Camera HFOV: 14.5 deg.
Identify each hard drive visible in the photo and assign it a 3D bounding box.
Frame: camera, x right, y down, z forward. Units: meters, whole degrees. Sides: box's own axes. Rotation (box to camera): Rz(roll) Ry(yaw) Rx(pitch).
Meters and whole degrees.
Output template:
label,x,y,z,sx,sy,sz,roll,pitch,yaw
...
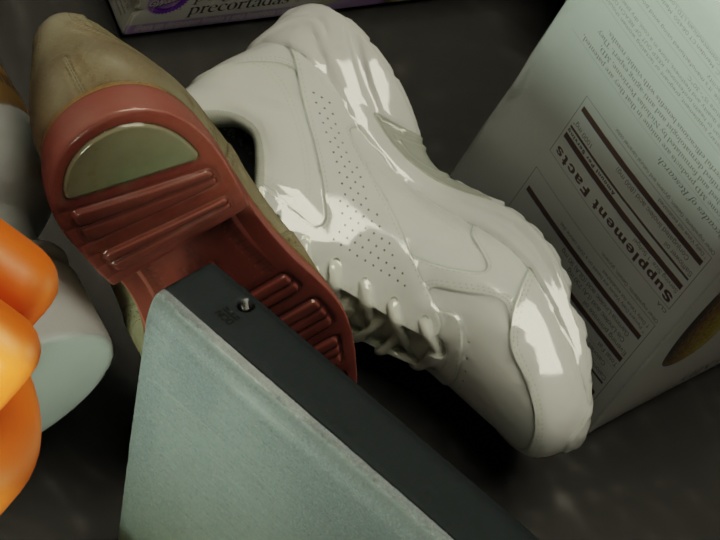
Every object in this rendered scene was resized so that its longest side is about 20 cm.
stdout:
label,x,y,z,sx,sy,sz,roll,pitch,yaw
hard drive,0.005,0.107,0.867,0.033,0.140,0.200,-30,57,-35

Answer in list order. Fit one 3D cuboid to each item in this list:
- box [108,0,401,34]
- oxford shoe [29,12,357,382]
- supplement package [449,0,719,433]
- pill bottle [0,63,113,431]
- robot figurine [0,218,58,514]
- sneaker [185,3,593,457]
label,x,y,z,sx,sy,sz,roll,pitch,yaw
box,-0.006,-0.129,1.112,0.199,0.039,0.042,-9,63,-28
oxford shoe,-0.053,-0.008,0.937,0.070,0.200,0.075,-24,47,-1
supplement package,0.127,-0.049,1.018,0.114,0.200,0.110,-24,71,-33
pill bottle,-0.165,-0.036,0.934,0.114,0.114,0.200,-19,69,-32
robot figurine,-0.169,0.058,0.804,0.116,0.200,0.144,15,36,-51
sneaker,0.000,0.000,1.020,0.099,0.078,0.200,-29,65,-28
